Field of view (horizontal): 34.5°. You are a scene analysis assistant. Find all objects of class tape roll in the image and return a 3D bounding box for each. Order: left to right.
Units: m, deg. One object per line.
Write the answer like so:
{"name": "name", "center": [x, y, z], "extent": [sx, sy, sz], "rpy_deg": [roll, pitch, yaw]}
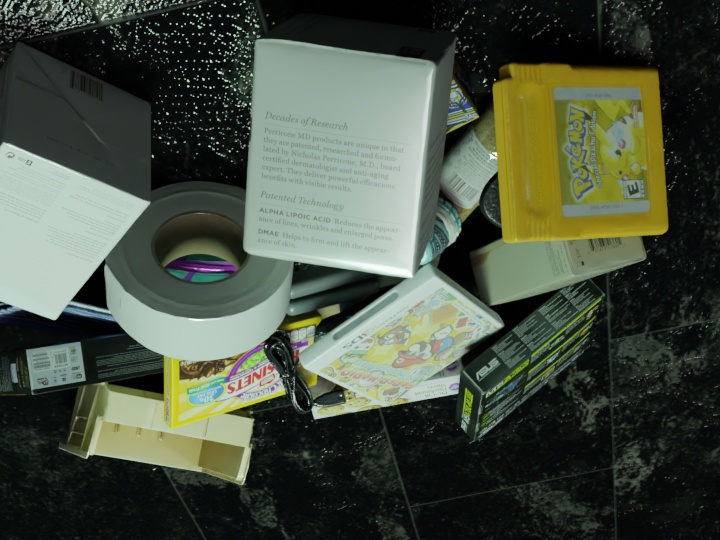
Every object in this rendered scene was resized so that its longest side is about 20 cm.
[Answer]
{"name": "tape roll", "center": [-0.172, -0.002, 1.243], "extent": [0.201, 0.204, 0.071], "rpy_deg": [0, 139, -9]}

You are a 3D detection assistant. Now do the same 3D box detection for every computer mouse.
{"name": "computer mouse", "center": [-0.006, 0.105, 1.374], "extent": [0.199, 0.046, 0.141], "rpy_deg": [-20, 128, -8]}

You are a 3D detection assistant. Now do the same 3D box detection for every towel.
{"name": "towel", "center": [-0.344, 0.056, 1.331], "extent": [0.144, 0.024, 0.199], "rpy_deg": [15, 167, -33]}

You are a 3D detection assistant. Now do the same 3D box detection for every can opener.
{"name": "can opener", "center": [0.000, 0.000, 1.339], "extent": [0.199, 0.067, 0.053], "rpy_deg": [-18, 133, -17]}

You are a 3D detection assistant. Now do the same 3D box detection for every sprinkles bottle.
{"name": "sprinkles bottle", "center": [0.133, -0.124, 1.256], "extent": [0.068, 0.069, 0.200], "rpy_deg": [19, 132, -27]}

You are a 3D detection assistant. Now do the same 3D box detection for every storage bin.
{"name": "storage bin", "center": [-0.257, 0.203, 1.468], "extent": [0.199, 0.095, 0.198], "rpy_deg": [15, 171, -23]}

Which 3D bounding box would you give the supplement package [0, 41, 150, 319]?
{"name": "supplement package", "center": [-0.324, -0.085, 1.163], "extent": [0.151, 0.151, 0.200], "rpy_deg": [23, 129, -31]}

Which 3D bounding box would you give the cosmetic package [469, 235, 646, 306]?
{"name": "cosmetic package", "center": [0.216, -0.018, 1.302], "extent": [0.104, 0.072, 0.200], "rpy_deg": [-12, 174, -26]}

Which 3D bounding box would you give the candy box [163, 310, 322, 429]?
{"name": "candy box", "center": [-0.136, 0.113, 1.360], "extent": [0.199, 0.026, 0.103], "rpy_deg": [-15, 127, -31]}

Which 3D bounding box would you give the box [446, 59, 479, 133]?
{"name": "box", "center": [0.017, -0.156, 1.206], "extent": [0.199, 0.065, 0.070], "rpy_deg": [-25, 136, 19]}

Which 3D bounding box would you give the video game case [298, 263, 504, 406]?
{"name": "video game case", "center": [0.052, 0.080, 1.322], "extent": [0.181, 0.023, 0.200], "rpy_deg": [-35, 149, 14]}

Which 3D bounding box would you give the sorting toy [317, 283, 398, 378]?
{"name": "sorting toy", "center": [0.017, 0.088, 1.472], "extent": [0.199, 0.070, 0.199], "rpy_deg": [23, 130, -30]}

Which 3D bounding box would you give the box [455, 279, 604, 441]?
{"name": "box", "center": [0.207, 0.112, 1.446], "extent": [0.200, 0.048, 0.194], "rpy_deg": [-37, 156, -13]}

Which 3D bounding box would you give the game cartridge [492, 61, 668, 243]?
{"name": "game cartridge", "center": [0.226, -0.120, 1.179], "extent": [0.199, 0.178, 0.032], "rpy_deg": [-4, 180, -30]}

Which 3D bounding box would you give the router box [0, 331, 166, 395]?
{"name": "router box", "center": [-0.313, 0.104, 1.344], "extent": [0.199, 0.053, 0.157], "rpy_deg": [-7, 179, -34]}

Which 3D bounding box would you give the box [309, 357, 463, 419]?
{"name": "box", "center": [0.032, 0.143, 1.454], "extent": [0.198, 0.039, 0.042], "rpy_deg": [-10, 140, 2]}

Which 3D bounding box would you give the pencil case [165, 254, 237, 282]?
{"name": "pencil case", "center": [-0.189, 0.011, 1.342], "extent": [0.198, 0.086, 0.093], "rpy_deg": [1, 152, -11]}

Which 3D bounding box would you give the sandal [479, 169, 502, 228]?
{"name": "sandal", "center": [0.194, -0.103, 1.207], "extent": [0.200, 0.045, 0.076], "rpy_deg": [-36, 111, -27]}

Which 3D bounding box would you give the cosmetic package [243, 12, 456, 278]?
{"name": "cosmetic package", "center": [-0.007, -0.123, 1.088], "extent": [0.164, 0.165, 0.202], "rpy_deg": [8, 111, 8]}

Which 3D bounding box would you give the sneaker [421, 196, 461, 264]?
{"name": "sneaker", "center": [0.005, -0.043, 1.271], "extent": [0.199, 0.086, 0.078], "rpy_deg": [1, 124, 30]}
